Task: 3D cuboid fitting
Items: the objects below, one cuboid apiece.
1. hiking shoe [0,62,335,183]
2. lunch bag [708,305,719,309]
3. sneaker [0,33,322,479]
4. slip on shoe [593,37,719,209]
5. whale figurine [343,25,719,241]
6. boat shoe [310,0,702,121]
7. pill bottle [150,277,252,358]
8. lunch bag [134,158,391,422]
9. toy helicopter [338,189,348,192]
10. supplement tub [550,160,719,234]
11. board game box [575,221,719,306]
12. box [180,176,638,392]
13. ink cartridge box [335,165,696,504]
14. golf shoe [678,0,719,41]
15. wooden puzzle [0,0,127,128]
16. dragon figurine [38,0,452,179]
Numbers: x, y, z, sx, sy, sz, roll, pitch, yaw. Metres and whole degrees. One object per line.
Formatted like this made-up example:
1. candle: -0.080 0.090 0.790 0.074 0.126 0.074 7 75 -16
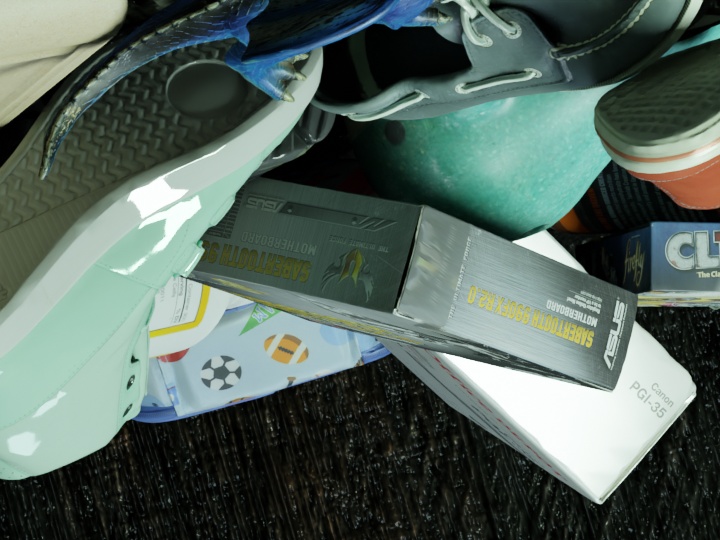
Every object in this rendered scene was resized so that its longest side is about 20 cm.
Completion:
1. hiking shoe: -0.110 -0.038 0.990 0.200 0.076 0.101 -16 173 -19
2. lunch bag: 0.249 -0.082 1.404 0.168 0.140 0.200 -37 171 20
3. sneaker: -0.089 -0.009 0.911 0.200 0.074 0.118 -43 149 -21
4. slip on shoe: 0.134 -0.054 0.922 0.074 0.061 0.200 -18 -176 12
5. whale figurine: 0.089 -0.077 1.072 0.200 0.104 0.159 -22 173 33
6. boat shoe: 0.049 -0.095 0.910 0.062 0.073 0.200 -18 -177 -37
7. pill bottle: -0.133 -0.003 1.164 0.200 0.105 0.104 -12 174 -44
8. lunch bag: -0.065 0.007 1.427 0.199 0.076 0.160 -15 -149 -3
9. toy helicopter: -0.081 -0.018 1.315 0.200 0.079 0.132 -8 -158 32
10. supplement tub: 0.150 -0.071 1.220 0.200 0.107 0.107 -2 -177 26
11. board game box: 0.192 -0.001 1.216 0.135 0.035 0.200 1 177 -5
12. box: 0.000 0.000 1.080 0.200 0.048 0.158 12 175 42
13. ink cartridge box: 0.065 0.025 1.269 0.083 0.146 0.200 -49 -157 -5
14. golf shoe: 0.151 -0.132 0.896 0.094 0.078 0.200 -27 -171 -33
15. wooden puzzle: -0.193 -0.053 0.803 0.185 0.037 0.200 -14 170 -28
16. dragon figurine: -0.017 -0.093 0.743 0.200 0.059 0.099 -20 175 -4
